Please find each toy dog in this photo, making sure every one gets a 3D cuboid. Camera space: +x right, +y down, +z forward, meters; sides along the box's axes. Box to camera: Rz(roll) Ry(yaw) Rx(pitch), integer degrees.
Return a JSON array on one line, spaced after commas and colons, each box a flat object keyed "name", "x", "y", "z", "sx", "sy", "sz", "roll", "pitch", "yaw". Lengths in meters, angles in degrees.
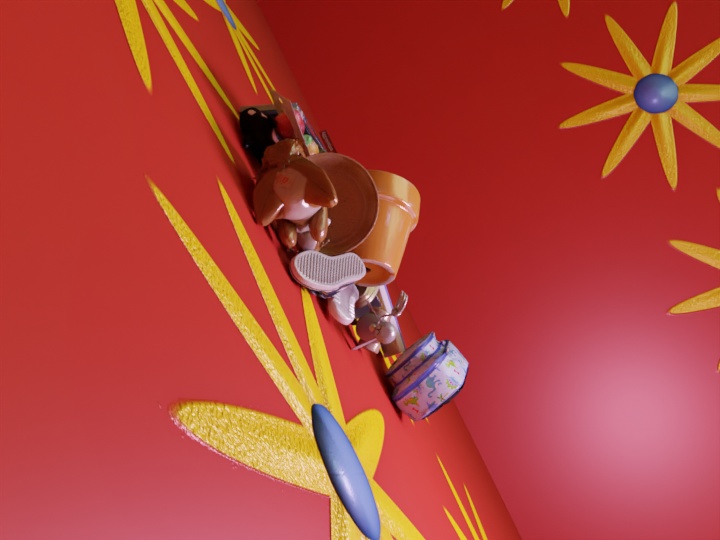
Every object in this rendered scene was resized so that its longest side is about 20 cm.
[{"name": "toy dog", "x": 0.017, "y": 0.112, "z": 1.551, "sx": 0.200, "sy": 0.096, "sz": 0.132, "roll": 120, "pitch": -11, "yaw": -63}]

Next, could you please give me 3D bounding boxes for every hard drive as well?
[{"name": "hard drive", "x": 0.056, "y": 0.114, "z": 1.878, "sx": 0.132, "sy": 0.025, "sz": 0.201, "roll": 143, "pitch": -70, "yaw": -71}]

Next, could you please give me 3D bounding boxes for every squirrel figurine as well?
[{"name": "squirrel figurine", "x": -0.113, "y": -0.127, "z": 1.351, "sx": 0.187, "sy": 0.141, "sz": 0.201, "roll": 65, "pitch": 3, "yaw": -63}]

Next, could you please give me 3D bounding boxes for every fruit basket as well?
[{"name": "fruit basket", "x": -0.125, "y": -0.269, "z": 1.533, "sx": 0.185, "sy": 0.093, "sz": 0.201, "roll": -134, "pitch": -153, "yaw": -62}]

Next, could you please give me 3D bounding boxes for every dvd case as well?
[{"name": "dvd case", "x": -0.165, "y": -0.300, "z": 1.689, "sx": 0.200, "sy": 0.145, "sz": 0.022, "roll": 53, "pitch": 46, "yaw": -53}]

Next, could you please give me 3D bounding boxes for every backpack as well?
[{"name": "backpack", "x": 0.147, "y": 0.246, "z": 1.730, "sx": 0.147, "sy": 0.183, "sz": 0.200, "roll": 47, "pitch": 12, "yaw": -1}]

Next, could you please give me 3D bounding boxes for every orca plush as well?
[{"name": "orca plush", "x": -0.207, "y": -0.240, "z": 1.503, "sx": 0.105, "sy": 0.071, "sz": 0.201, "roll": -26, "pitch": -101, "yaw": 52}]

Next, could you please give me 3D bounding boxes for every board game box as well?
[{"name": "board game box", "x": -0.036, "y": -0.203, "z": 1.621, "sx": 0.200, "sy": 0.019, "sz": 0.103, "roll": 63, "pitch": 3, "yaw": -57}]

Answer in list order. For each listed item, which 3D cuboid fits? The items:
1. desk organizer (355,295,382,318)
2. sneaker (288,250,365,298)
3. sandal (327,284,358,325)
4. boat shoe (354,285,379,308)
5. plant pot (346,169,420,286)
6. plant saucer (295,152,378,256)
[{"name": "desk organizer", "x": -0.030, "y": 0.007, "z": 1.768, "sx": 0.201, "sy": 0.071, "sz": 0.077, "roll": 60, "pitch": 4, "yaw": -26}, {"name": "sneaker", "x": -0.074, "y": 0.012, "z": 1.379, "sx": 0.200, "sy": 0.079, "sz": 0.079, "roll": 0, "pitch": 63, "yaw": -55}, {"name": "sandal", "x": -0.049, "y": 0.055, "z": 1.511, "sx": 0.082, "sy": 0.050, "sz": 0.203, "roll": 45, "pitch": 16, "yaw": -12}, {"name": "boat shoe", "x": 0.000, "y": 0.000, "z": 1.655, "sx": 0.066, "sy": 0.074, "sz": 0.200, "roll": 51, "pitch": 25, "yaw": -30}, {"name": "plant pot", "x": 0.019, "y": -0.075, "z": 1.542, "sx": 0.200, "sy": 0.199, "sz": 0.184, "roll": 54, "pitch": 37, "yaw": -56}, {"name": "plant saucer", "x": -0.064, "y": -0.126, "z": 1.449, "sx": 0.201, "sy": 0.199, "sz": 0.035, "roll": 63, "pitch": -2, "yaw": 6}]
